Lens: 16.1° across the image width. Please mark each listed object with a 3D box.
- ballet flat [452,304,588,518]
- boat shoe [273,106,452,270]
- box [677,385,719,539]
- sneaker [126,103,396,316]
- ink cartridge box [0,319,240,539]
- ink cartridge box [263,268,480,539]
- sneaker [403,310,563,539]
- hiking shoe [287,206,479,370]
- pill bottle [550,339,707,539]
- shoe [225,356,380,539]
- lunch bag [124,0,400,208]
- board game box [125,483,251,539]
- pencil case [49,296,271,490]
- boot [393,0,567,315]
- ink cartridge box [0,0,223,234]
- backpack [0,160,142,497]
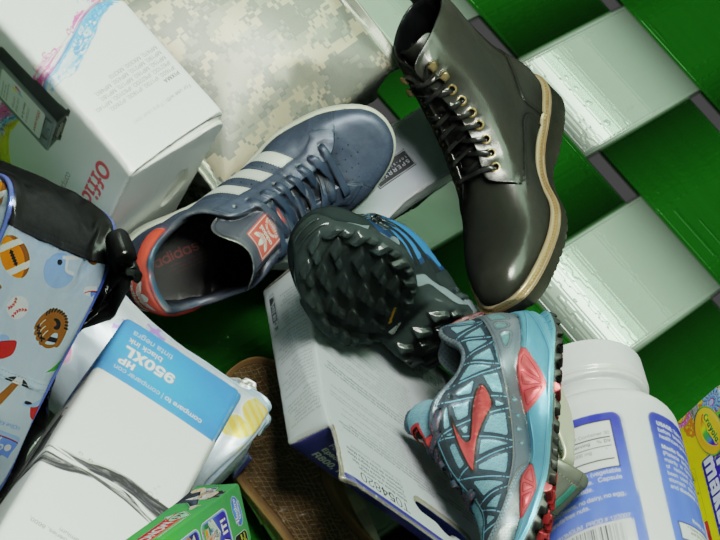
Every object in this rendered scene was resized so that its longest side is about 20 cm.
[{"bbox_3d":[0.098,0.075,1.651,0.067,0.064,0.201,30,28,-45],"label":"ballet flat"},{"bbox_3d":[-0.004,-0.048,1.690,0.199,0.057,0.069,-28,79,-30],"label":"boat shoe"},{"bbox_3d":[0.300,0.209,1.714,0.191,0.122,0.201,15,47,-29],"label":"box"},{"bbox_3d":[-0.058,-0.031,1.575,0.075,0.199,0.084,57,-6,-17],"label":"sneaker"},{"bbox_3d":[-0.161,0.147,1.394,0.084,0.145,0.200,34,40,-6],"label":"ink cartridge box"},{"bbox_3d":[0.027,0.115,1.580,0.199,0.041,0.201,38,23,-32],"label":"ink cartridge box"},{"bbox_3d":[0.072,0.113,1.541,0.095,0.080,0.201,3,50,4],"label":"sneaker"},{"bbox_3d":[0.000,0.000,1.576,0.087,0.074,0.200,54,8,31],"label":"hiking shoe"},{"bbox_3d":[0.164,0.149,1.669,0.111,0.112,0.201,15,46,-27],"label":"pill bottle"},{"bbox_3d":[-0.035,0.142,1.574,0.070,0.054,0.201,-25,58,-5],"label":"shoe"},{"bbox_3d":[-0.101,-0.159,1.679,0.164,0.118,0.201,-37,89,-16],"label":"lunch bag"},{"bbox_3d":[-0.082,0.229,1.322,0.134,0.029,0.202,-33,113,-62],"label":"board game box"},{"bbox_3d":[-0.149,0.057,1.524,0.200,0.091,0.083,39,11,2],"label":"pencil case"},{"bbox_3d":[0.065,-0.077,1.633,0.138,0.077,0.201,42,34,-35],"label":"boot"},{"bbox_3d":[-0.195,-0.117,1.595,0.085,0.148,0.200,-35,78,-32],"label":"ink cartridge box"},{"bbox_3d":[-0.235,0.031,1.377,0.153,0.192,0.200,14,5,-32],"label":"backpack"}]
